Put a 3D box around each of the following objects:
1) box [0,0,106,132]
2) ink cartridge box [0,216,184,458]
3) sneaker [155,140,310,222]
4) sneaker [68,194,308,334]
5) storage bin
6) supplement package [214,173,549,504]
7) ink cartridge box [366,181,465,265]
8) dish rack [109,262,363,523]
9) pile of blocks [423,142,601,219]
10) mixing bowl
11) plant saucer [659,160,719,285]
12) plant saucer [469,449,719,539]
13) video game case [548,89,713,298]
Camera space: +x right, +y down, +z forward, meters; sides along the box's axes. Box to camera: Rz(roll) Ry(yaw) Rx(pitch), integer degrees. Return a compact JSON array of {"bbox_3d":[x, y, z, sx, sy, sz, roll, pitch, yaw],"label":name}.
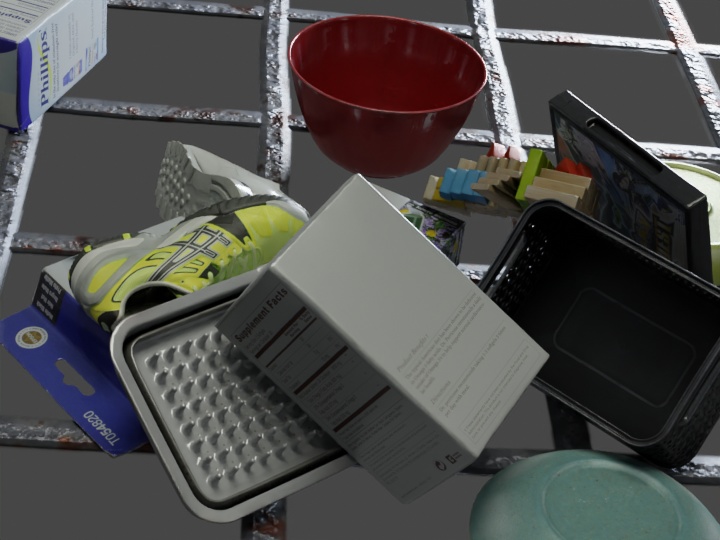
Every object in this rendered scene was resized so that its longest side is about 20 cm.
[{"bbox_3d":[-0.384,-0.250,1.575,0.183,0.105,0.200,16,35,12],"label":"box"},{"bbox_3d":[-0.171,0.046,1.243,0.199,0.041,0.199,-26,47,-33],"label":"ink cartridge box"},{"bbox_3d":[-0.123,-0.066,1.387,0.080,0.077,0.200,1,19,-32],"label":"sneaker"},{"bbox_3d":[-0.129,0.002,1.222,0.199,0.076,0.077,-21,51,-14],"label":"sneaker"},{"bbox_3d":[0.197,0.050,1.213,0.200,0.136,0.094,32,-1,32],"label":"storage bin"},{"bbox_3d":[0.015,0.052,1.128,0.200,0.117,0.117,44,54,-2],"label":"supplement package"},{"bbox_3d":[0.000,0.000,1.341,0.108,0.051,0.200,23,37,21],"label":"ink cartridge box"},{"bbox_3d":[-0.082,0.092,1.156,0.199,0.044,0.172,-21,76,-34],"label":"dish rack"},{"bbox_3d":[0.125,-0.084,1.322,0.082,0.063,0.199,27,-13,-40],"label":"pile of blocks"},{"bbox_3d":[0.022,-0.162,1.524,0.199,0.109,0.201,4,35,-3],"label":"mixing bowl"},{"bbox_3d":[0.313,-0.055,1.496,0.198,0.031,0.201,5,36,-4],"label":"plant saucer"},{"bbox_3d":[0.180,0.189,1.119,0.199,0.039,0.202,4,35,-3],"label":"plant saucer"},{"bbox_3d":[0.234,-0.034,1.309,0.025,0.201,0.181,-31,47,-14],"label":"video game case"}]
